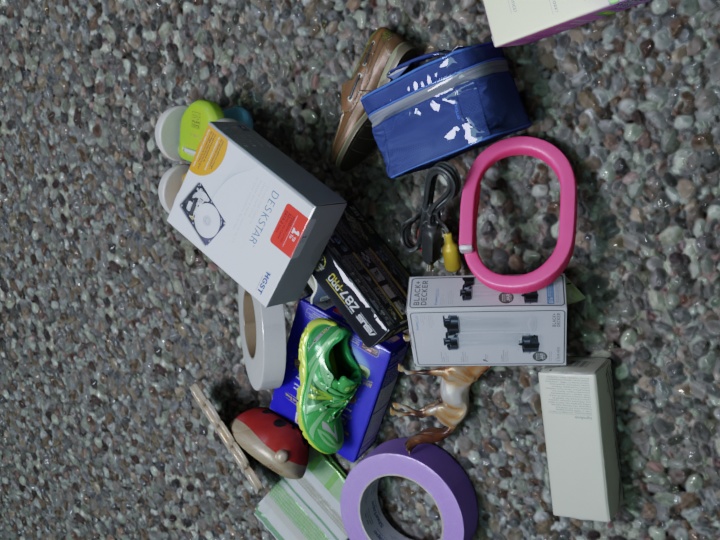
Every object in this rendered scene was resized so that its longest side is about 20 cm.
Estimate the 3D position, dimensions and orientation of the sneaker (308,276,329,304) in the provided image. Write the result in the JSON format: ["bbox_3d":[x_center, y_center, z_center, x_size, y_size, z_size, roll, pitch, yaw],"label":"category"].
[{"bbox_3d":[-0.094,-0.038,1.380,0.201,0.090,0.067,50,168,11],"label":"sneaker"}]

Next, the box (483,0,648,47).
[{"bbox_3d":[0.236,-0.374,1.080,0.199,0.096,0.178,-13,96,36],"label":"box"}]

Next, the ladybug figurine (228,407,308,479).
[{"bbox_3d":[-0.136,0.265,1.470,0.135,0.072,0.200,38,170,-18],"label":"ladybug figurine"}]

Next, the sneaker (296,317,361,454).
[{"bbox_3d":[-0.042,0.169,1.331,0.083,0.074,0.202,6,106,33],"label":"sneaker"}]

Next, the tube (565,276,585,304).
[{"bbox_3d":[0.194,0.045,1.251,0.199,0.058,0.052,-23,83,36],"label":"tube"}]

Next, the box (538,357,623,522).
[{"bbox_3d":[0.289,0.218,1.225,0.082,0.068,0.202,0,104,32],"label":"box"}]

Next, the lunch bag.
[{"bbox_3d":[0.099,-0.208,1.190,0.199,0.135,0.133,-18,93,36],"label":"lunch bag"}]

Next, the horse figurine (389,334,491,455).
[{"bbox_3d":[0.113,0.169,1.318,0.131,0.050,0.202,8,117,0],"label":"horse figurine"}]

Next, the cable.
[{"bbox_3d":[0.099,-0.075,1.245,0.097,0.050,0.201,38,143,32],"label":"cable"}]

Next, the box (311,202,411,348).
[{"bbox_3d":[0.000,0.000,1.296,0.049,0.161,0.200,-44,79,28],"label":"box"}]

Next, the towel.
[{"bbox_3d":[-0.076,0.390,1.538,0.149,0.031,0.200,46,120,12],"label":"towel"}]

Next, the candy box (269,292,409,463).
[{"bbox_3d":[-0.034,0.156,1.413,0.168,0.077,0.202,29,116,22],"label":"candy box"}]

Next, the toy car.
[{"bbox_3d":[-0.205,-0.156,1.395,0.174,0.149,0.202,21,118,42],"label":"toy car"}]

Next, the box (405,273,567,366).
[{"bbox_3d":[0.162,0.064,1.199,0.198,0.060,0.117,-3,136,11],"label":"box"}]

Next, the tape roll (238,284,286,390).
[{"bbox_3d":[-0.150,0.078,1.418,0.203,0.037,0.205,175,90,-74],"label":"tape roll"}]

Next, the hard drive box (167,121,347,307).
[{"bbox_3d":[-0.137,-0.076,1.225,0.200,0.077,0.157,38,114,22],"label":"hard drive box"}]

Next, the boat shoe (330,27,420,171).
[{"bbox_3d":[0.008,-0.234,1.288,0.068,0.072,0.201,40,112,22],"label":"boat shoe"}]

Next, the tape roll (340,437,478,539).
[{"bbox_3d":[0.071,0.355,1.395,0.198,0.066,0.202,7,106,26],"label":"tape roll"}]

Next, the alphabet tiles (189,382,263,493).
[{"bbox_3d":[-0.218,0.274,1.526,0.201,0.015,0.196,55,166,9],"label":"alphabet tiles"}]

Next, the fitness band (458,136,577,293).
[{"bbox_3d":[0.196,-0.071,1.164,0.142,0.037,0.202,0,71,18],"label":"fitness band"}]
